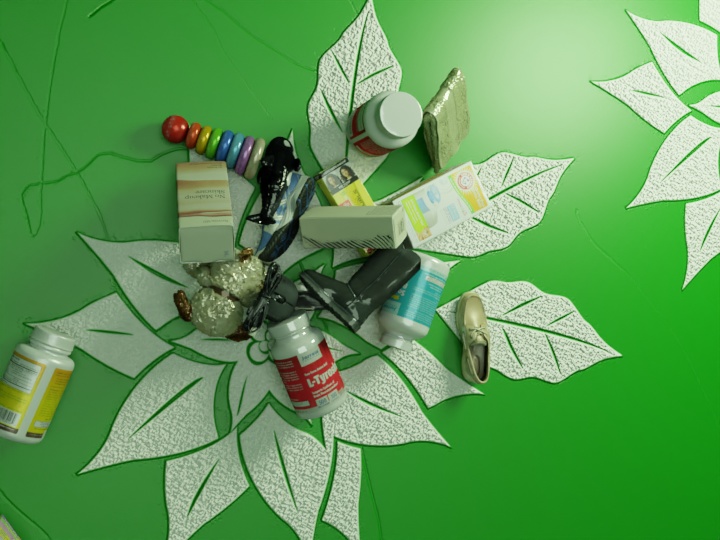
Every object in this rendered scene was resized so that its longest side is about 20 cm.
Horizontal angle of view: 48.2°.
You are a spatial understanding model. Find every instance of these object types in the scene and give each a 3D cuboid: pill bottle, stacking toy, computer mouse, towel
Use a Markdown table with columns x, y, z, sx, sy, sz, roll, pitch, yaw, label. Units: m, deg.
| x | y | z | sx | sy | sz | roll | pitch | yaw | label |
| --- | --- | --- | --- | --- | --- | --- | --- | --- | --- |
| 0.105 | 0.067 | 1.679 | 0.110 | 0.111 | 0.201 | 21 | 83 | -15 | pill bottle |
| -0.598 | 0.206 | 1.474 | 0.109 | 0.109 | 0.201 | 24 | 84 | -15 | pill bottle |
| -0.110 | 0.185 | 1.607 | 0.112 | 0.112 | 0.201 | -25 | 103 | -15 | pill bottle |
| -0.293 | -0.250 | 1.582 | 0.199 | 0.085 | 0.086 | 19 | 85 | -12 | stacking toy |
| -0.157 | 0.061 | 1.523 | 0.053 | 0.200 | 0.139 | 24 | 88 | 7 | computer mouse |
| 0.182 | -0.308 | 1.667 | 0.036 | 0.200 | 0.149 | 23 | 67 | 24 | towel |
| 0.049 | -0.294 | 1.608 | 0.112 | 0.200 | 0.113 | 0 | 90 | -16 | pill bottle |

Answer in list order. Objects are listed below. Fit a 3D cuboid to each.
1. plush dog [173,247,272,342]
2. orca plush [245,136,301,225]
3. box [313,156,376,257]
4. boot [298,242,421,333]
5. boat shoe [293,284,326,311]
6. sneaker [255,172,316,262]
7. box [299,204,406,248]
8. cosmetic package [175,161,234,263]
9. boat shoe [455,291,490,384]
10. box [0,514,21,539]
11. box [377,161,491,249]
| x | y | z | sx | sy | sz | roll | pitch | yaw | label |
| --- | --- | --- | --- | --- | --- | --- | --- | --- | --- |
| -0.258 | 0.047 | 1.539 | 0.200 | 0.160 | 0.172 | 26 | 72 | -16 | plush dog |
| -0.186 | -0.190 | 1.585 | 0.071 | 0.105 | 0.201 | 43 | 63 | -47 | orca plush |
| -0.013 | -0.130 | 1.676 | 0.075 | 0.050 | 0.200 | -32 | 99 | -15 | box |
| 0.001 | 0.001 | 1.602 | 0.165 | 0.066 | 0.200 | 43 | 77 | 7 | boot |
| -0.050 | 0.065 | 1.654 | 0.199 | 0.074 | 0.061 | 5 | 88 | -13 | boat shoe |
| -0.165 | -0.108 | 1.631 | 0.077 | 0.076 | 0.200 | 27 | 87 | 16 | sneaker |
| -0.014 | -0.087 | 1.603 | 0.199 | 0.082 | 0.069 | 1 | 112 | 22 | box |
| -0.294 | -0.113 | 1.512 | 0.103 | 0.200 | 0.087 | -4 | 134 | -13 | cosmetic package |
| 0.252 | 0.146 | 1.745 | 0.072 | 0.065 | 0.201 | -2 | 91 | -16 | boat shoe |
| -0.691 | 0.583 | 1.454 | 0.200 | 0.097 | 0.176 | -35 | 99 | -13 | box |
| 0.156 | -0.137 | 1.698 | 0.200 | 0.101 | 0.113 | -28 | 98 | -15 | box |
